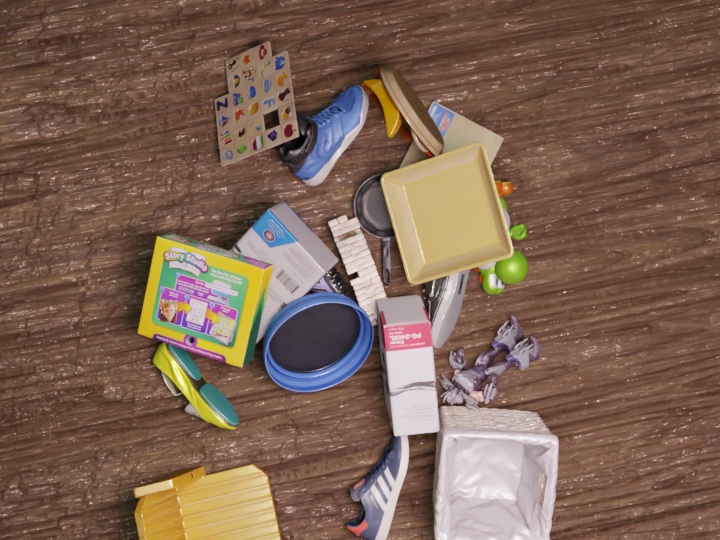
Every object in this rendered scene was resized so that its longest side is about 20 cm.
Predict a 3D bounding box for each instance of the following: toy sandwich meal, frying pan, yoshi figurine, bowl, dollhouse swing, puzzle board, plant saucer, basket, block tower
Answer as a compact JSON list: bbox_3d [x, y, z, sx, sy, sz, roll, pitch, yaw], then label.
[{"bbox_3d":[0.071,-0.270,1.709,0.070,0.205,0.207,-34,88,15],"label":"toy sandwich meal"},{"bbox_3d":[0.060,-0.082,1.769,0.114,0.031,0.192,-23,97,11],"label":"frying pan"},{"bbox_3d":[0.257,-0.059,1.746,0.111,0.112,0.203,-3,91,-11],"label":"yoshi figurine"},{"bbox_3d":[-0.075,0.123,1.691,0.198,0.040,0.203,-12,130,-15],"label":"bowl"},{"bbox_3d":[-0.253,0.440,1.661,0.173,0.181,0.203,-13,86,17],"label":"dollhouse swing"},{"bbox_3d":[0.155,-0.188,1.794,0.149,0.017,0.202,27,84,1],"label":"puzzle board"},{"bbox_3d":[0.153,-0.097,1.693,0.197,0.048,0.203,-16,89,22],"label":"plant saucer"},{"bbox_3d":[0.220,0.349,1.668,0.197,0.161,0.201,3,100,-3],"label":"basket"},{"bbox_3d":[0.000,0.000,1.753,0.053,0.058,0.203,-21,88,-3],"label":"block tower"}]

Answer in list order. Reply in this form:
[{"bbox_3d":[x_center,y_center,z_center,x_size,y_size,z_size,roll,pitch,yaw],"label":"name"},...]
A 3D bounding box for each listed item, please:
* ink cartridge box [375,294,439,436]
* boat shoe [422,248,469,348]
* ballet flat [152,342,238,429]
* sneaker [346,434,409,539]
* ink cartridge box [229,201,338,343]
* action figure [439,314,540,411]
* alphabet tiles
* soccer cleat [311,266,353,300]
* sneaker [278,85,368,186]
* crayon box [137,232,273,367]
[{"bbox_3d":[0.080,0.162,1.673,0.082,0.145,0.203,-6,106,-3],"label":"ink cartridge box"},{"bbox_3d":[0.149,0.037,1.757,0.063,0.070,0.203,16,90,27],"label":"boat shoe"},{"bbox_3d":[-0.296,0.213,1.728,0.067,0.067,0.201,-41,85,16],"label":"ballet flat"},{"bbox_3d":[0.027,0.373,1.717,0.083,0.075,0.203,16,85,-6],"label":"sneaker"},{"bbox_3d":[-0.160,0.005,1.693,0.146,0.084,0.200,46,113,0],"label":"ink cartridge box"},{"bbox_3d":[0.220,0.172,1.732,0.199,0.070,0.130,-36,48,-15],"label":"action figure"},{"bbox_3d":[-0.191,-0.303,1.746,0.165,0.008,0.203,-17,70,25],"label":"alphabet tiles"},{"bbox_3d":[-0.095,0.003,1.751,0.200,0.068,0.073,46,106,-1],"label":"soccer cleat"},{"bbox_3d":[-0.069,-0.260,1.737,0.076,0.111,0.201,33,89,43],"label":"sneaker"},{"bbox_3d":[-0.262,0.048,1.650,0.197,0.058,0.175,17,101,10],"label":"crayon box"}]
